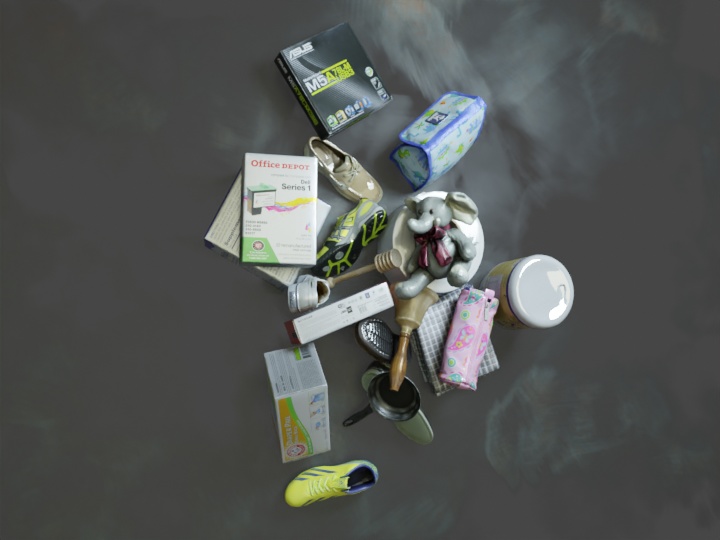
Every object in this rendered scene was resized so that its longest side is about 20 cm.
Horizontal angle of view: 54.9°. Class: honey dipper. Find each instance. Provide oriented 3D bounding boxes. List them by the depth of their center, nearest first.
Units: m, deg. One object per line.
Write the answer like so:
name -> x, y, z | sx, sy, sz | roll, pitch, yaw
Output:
honey dipper -> 0.000, 0.000, 1.403 | 0.037, 0.197, 0.039 | 20, 61, -42

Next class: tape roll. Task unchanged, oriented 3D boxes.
tape roll -> 0.143, -0.052, 1.453 | 0.196, 0.139, 0.210 | 1, 86, -13

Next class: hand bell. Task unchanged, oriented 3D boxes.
hand bell -> 0.085, 0.137, 1.363 | 0.101, 0.104, 0.205 | 18, 70, -10

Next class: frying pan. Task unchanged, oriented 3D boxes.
frying pan -> 0.052, 0.278, 1.409 | 0.113, 0.031, 0.192 | 33, 122, 4

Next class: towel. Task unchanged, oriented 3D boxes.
towel -> 0.195, 0.148, 1.475 | 0.162, 0.085, 0.205 | -20, 90, -13

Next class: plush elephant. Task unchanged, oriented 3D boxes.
plush elephant -> 0.142, -0.067, 1.305 | 0.200, 0.162, 0.157 | -43, 111, -40

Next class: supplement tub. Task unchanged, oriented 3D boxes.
supplement tub -> 0.340, 0.050, 1.456 | 0.141, 0.200, 0.150 | 1, 85, -13

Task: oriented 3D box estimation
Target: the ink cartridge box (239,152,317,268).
ink cartridge box -> -0.155, -0.111, 1.310 | 0.140, 0.084, 0.207 | 2, 85, -12

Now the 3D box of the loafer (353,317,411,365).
loafer -> 0.035, 0.155, 1.400 | 0.069, 0.199, 0.075 | -13, 60, 27

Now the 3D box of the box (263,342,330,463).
box -> -0.120, 0.256, 1.329 | 0.098, 0.204, 0.114 | -11, 43, -13

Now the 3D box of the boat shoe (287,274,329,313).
boat shoe -> -0.092, 0.045, 1.358 | 0.068, 0.200, 0.073 | -4, 91, 5

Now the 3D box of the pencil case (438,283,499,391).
pencil case -> 0.219, 0.136, 1.398 | 0.085, 0.087, 0.205 | 19, 83, -10

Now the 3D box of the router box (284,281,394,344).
router box -> -0.048, 0.088, 1.377 | 0.195, 0.179, 0.050 | -22, 89, -14

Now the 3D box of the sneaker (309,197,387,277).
sneaker -> -0.032, -0.067, 1.456 | 0.199, 0.076, 0.077 | -41, 54, -1

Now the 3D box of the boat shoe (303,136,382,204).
boat shoe -> -0.034, -0.210, 1.462 | 0.198, 0.065, 0.073 | 38, 79, -7

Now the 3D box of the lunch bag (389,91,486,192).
lunch bag -> 0.164, -0.274, 1.444 | 0.169, 0.200, 0.128 | -42, 95, -12

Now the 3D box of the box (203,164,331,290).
box -> -0.189, -0.089, 1.397 | 0.197, 0.105, 0.187 | 29, 80, -9

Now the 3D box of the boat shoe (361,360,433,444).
boat shoe -> 0.086, 0.273, 1.449 | 0.071, 0.061, 0.202 | -38, 97, 30

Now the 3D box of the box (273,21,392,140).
box -> -0.054, -0.401, 1.457 | 0.198, 0.047, 0.196 | -34, 96, -32

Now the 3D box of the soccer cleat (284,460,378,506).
soccer cleat -> -0.057, 0.428, 1.395 | 0.194, 0.084, 0.067 | -12, 88, -13
